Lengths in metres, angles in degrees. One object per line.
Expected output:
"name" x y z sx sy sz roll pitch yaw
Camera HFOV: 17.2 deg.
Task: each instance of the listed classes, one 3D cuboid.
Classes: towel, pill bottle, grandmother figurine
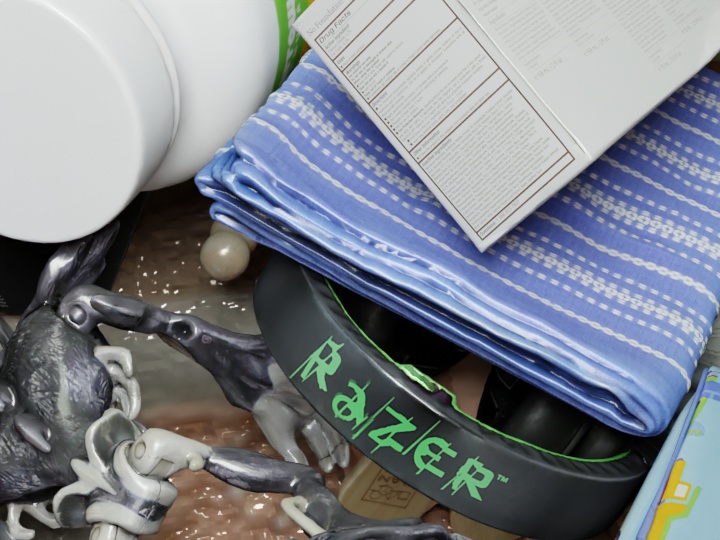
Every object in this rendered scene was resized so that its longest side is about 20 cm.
"towel" 0.049 -0.038 0.702 0.144 0.024 0.200 28 35 4
"pill bottle" -0.064 -0.094 0.743 0.110 0.112 0.200 19 37 11
"grandmother figurine" 0.000 0.000 0.805 0.121 0.061 0.201 18 35 -30

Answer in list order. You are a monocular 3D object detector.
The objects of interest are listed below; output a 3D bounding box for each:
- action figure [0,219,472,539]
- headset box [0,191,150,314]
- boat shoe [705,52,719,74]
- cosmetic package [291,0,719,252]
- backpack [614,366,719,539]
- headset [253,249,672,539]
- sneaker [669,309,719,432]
"action figure" -0.056 0.067 0.685 0.200 0.102 0.119 35 90 45
"headset box" -0.160 -0.087 0.828 0.148 0.078 0.201 8 42 -22
"boat shoe" 0.178 -0.065 0.866 0.198 0.074 0.076 4 33 -18
"cosmetic package" 0.065 -0.082 0.699 0.083 0.051 0.200 51 36 1
"backpack" 0.145 0.143 0.625 0.199 0.135 0.183 26 50 12
"headset" 0.046 0.006 0.704 0.123 0.094 0.200 36 21 6
"sneaker" 0.168 0.065 0.761 0.199 0.071 0.100 28 72 -4
